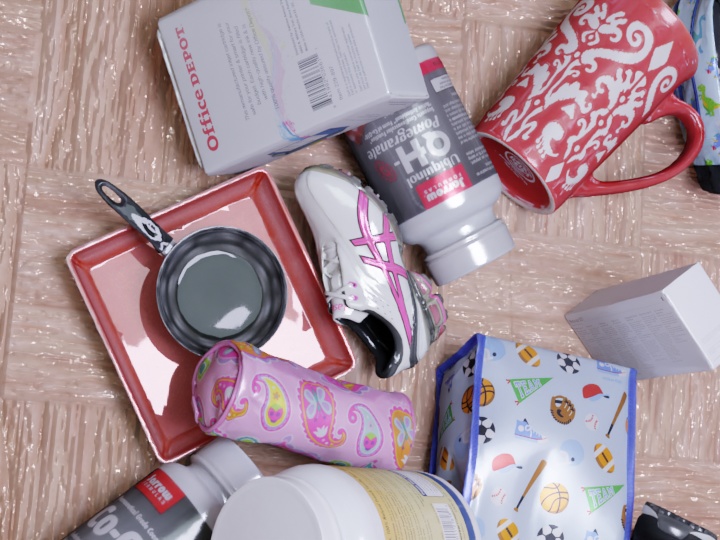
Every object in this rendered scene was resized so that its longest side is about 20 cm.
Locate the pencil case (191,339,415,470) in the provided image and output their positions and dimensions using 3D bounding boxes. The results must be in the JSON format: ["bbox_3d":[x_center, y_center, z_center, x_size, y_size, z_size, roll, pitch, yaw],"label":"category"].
[{"bbox_3d":[-0.046,0.122,1.269,0.199,0.087,0.088,21,76,-34],"label":"pencil case"}]

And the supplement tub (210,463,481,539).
[{"bbox_3d":[-0.010,0.230,1.196,0.199,0.143,0.146,13,76,-49],"label":"supplement tub"}]

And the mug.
[{"bbox_3d":[0.218,-0.148,1.394,0.177,0.134,0.200,38,75,23],"label":"mug"}]

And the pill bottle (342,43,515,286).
[{"bbox_3d":[0.060,-0.093,1.354,0.110,0.111,0.201,-27,91,-19],"label":"pill bottle"}]

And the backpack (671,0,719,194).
[{"bbox_3d":[0.376,-0.194,1.462,0.162,0.154,0.202,-19,109,-17],"label":"backpack"}]

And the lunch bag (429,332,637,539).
[{"bbox_3d":[0.150,0.180,1.331,0.168,0.124,0.202,11,63,-15],"label":"lunch bag"}]

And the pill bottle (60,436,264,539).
[{"bbox_3d":[-0.167,0.232,1.235,0.199,0.114,0.114,-36,94,-19],"label":"pill bottle"}]

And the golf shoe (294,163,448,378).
[{"bbox_3d":[0.000,0.000,1.318,0.201,0.072,0.092,56,48,-12],"label":"golf shoe"}]

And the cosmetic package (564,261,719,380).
[{"bbox_3d":[0.263,0.050,1.350,0.051,0.200,0.083,-37,94,-18],"label":"cosmetic package"}]

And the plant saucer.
[{"bbox_3d":[-0.131,0.038,1.315,0.199,0.037,0.201,-25,90,-20],"label":"plant saucer"}]

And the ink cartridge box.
[{"bbox_3d":[-0.060,-0.182,1.284,0.087,0.199,0.147,-11,82,-63],"label":"ink cartridge box"}]

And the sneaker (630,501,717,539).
[{"bbox_3d":[0.262,0.267,1.325,0.069,0.200,0.091,25,77,12],"label":"sneaker"}]

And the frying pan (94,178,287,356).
[{"bbox_3d":[-0.154,0.008,1.277,0.188,0.031,0.116,19,77,-10],"label":"frying pan"}]
